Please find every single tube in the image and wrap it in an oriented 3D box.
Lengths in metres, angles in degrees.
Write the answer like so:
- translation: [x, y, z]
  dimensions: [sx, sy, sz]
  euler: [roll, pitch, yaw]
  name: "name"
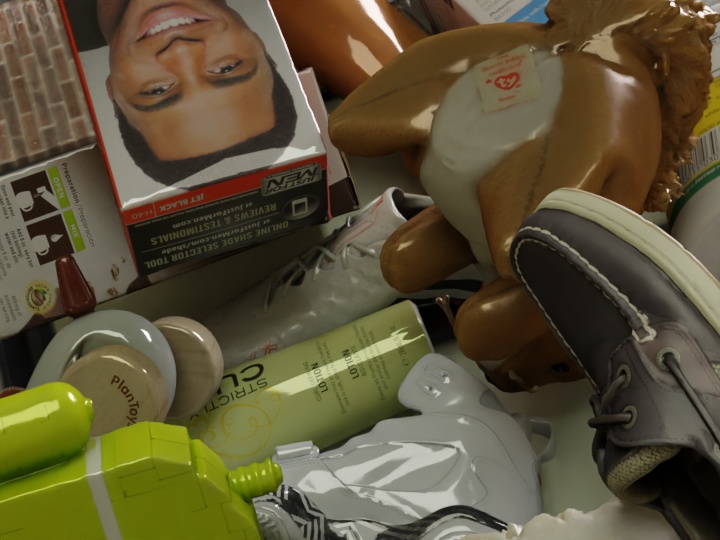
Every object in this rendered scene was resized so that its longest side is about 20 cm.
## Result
- translation: [-0.055, 0.077, 0.765]
  dimensions: [0.198, 0.052, 0.058]
  euler: [-22, 29, -2]
  name: "tube"

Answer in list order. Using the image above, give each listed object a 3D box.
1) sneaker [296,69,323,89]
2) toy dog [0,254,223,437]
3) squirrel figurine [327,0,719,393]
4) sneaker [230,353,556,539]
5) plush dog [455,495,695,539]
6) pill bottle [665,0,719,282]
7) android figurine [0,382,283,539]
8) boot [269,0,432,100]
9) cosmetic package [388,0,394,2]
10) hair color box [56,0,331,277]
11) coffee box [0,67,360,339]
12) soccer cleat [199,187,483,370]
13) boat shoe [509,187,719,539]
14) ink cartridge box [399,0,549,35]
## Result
- translation: [-0.071, -0.097, 0.925]
  dimensions: [0.077, 0.078, 0.201]
  euler: [32, 65, 6]
  name: "sneaker"
- translation: [-0.164, 0.069, 0.718]
  dimensions: [0.199, 0.132, 0.097]
  euler: [-34, 88, -7]
  name: "toy dog"
- translation: [0.105, -0.034, 0.721]
  dimensions: [0.141, 0.187, 0.200]
  euler: [29, 68, 40]
  name: "squirrel figurine"
- translation: [-0.001, 0.102, 0.723]
  dimensions: [0.197, 0.076, 0.116]
  euler: [8, 48, 11]
  name: "sneaker"
- translation: [0.050, 0.186, 0.562]
  dimensions: [0.158, 0.174, 0.201]
  euler: [8, 37, 10]
  name: "plush dog"
- translation: [0.218, -0.077, 0.823]
  dimensions: [0.111, 0.114, 0.202]
  euler: [-3, 47, 8]
  name: "pill bottle"
- translation: [-0.122, 0.134, 0.640]
  dimensions: [0.198, 0.184, 0.041]
  euler: [-18, 25, -5]
  name: "android figurine"
- translation: [0.014, -0.108, 0.852]
  dimensions: [0.199, 0.074, 0.155]
  euler: [13, 33, -44]
  name: "boot"
- translation: [-0.004, -0.295, 1.033]
  dimensions: [0.198, 0.166, 0.165]
  euler: [-23, 46, -13]
  name: "cosmetic package"
- translation: [-0.090, -0.106, 0.742]
  dimensions: [0.100, 0.061, 0.202]
  euler: [-16, 61, -9]
  name: "hair color box"
- translation: [-0.112, -0.036, 0.814]
  dimensions: [0.198, 0.081, 0.113]
  euler: [-21, 6, -10]
  name: "coffee box"
- translation: [0.000, 0.000, 0.808]
  dimensions: [0.197, 0.086, 0.069]
  euler: [-17, 46, -7]
  name: "soccer cleat"
- translation: [0.111, 0.055, 0.519]
  dimensions: [0.064, 0.072, 0.201]
  euler: [-31, 66, -19]
  name: "boat shoe"
- translation: [0.087, -0.154, 0.909]
  dimensions: [0.066, 0.116, 0.200]
  euler: [-36, 50, -3]
  name: "ink cartridge box"
